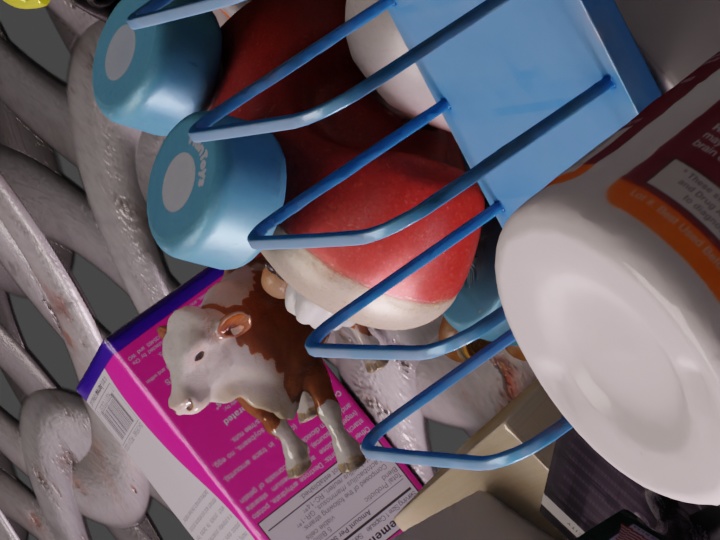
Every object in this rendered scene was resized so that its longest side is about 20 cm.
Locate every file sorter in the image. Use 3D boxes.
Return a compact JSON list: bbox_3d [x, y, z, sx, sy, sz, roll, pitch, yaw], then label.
[{"bbox_3d":[0.025,-0.041,1.062,0.201,0.122,0.139,61,157,-13],"label":"file sorter"}]

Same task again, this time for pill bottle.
[{"bbox_3d":[0.150,-0.025,0.947,0.114,0.200,0.114,41,154,26],"label":"pill bottle"}]

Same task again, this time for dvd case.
[{"bbox_3d":[0.142,0.103,1.232,0.149,0.016,0.200,42,156,19],"label":"dvd case"}]

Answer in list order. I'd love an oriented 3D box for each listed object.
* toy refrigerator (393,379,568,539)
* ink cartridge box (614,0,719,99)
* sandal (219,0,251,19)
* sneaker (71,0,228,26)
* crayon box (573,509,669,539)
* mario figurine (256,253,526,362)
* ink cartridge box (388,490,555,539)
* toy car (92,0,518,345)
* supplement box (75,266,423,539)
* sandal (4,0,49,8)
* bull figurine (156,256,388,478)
[{"bbox_3d":[0.088,0.103,1.439,0.076,0.070,0.200,45,158,3],"label":"toy refrigerator"},{"bbox_3d":[0.159,-0.020,1.092,0.200,0.084,0.146,49,156,14],"label":"ink cartridge box"},{"bbox_3d":[-0.032,-0.131,1.361,0.206,0.059,0.079,40,-179,-23],"label":"sandal"},{"bbox_3d":[-0.125,-0.178,1.439,0.200,0.080,0.074,49,159,16],"label":"sneaker"},{"bbox_3d":[0.123,0.219,1.239,0.127,0.051,0.201,30,124,28],"label":"crayon box"},{"bbox_3d":[0.000,0.000,1.404,0.199,0.106,0.124,28,160,36],"label":"mario figurine"},{"bbox_3d":[0.088,0.220,1.363,0.200,0.087,0.146,35,126,29],"label":"ink cartridge box"},{"bbox_3d":[0.022,-0.096,1.219,0.200,0.184,0.177,-57,37,25],"label":"toy car"},{"bbox_3d":[-0.058,0.106,1.687,0.200,0.103,0.101,53,157,6],"label":"supplement box"},{"bbox_3d":[-0.103,-0.171,1.231,0.199,0.080,0.087,-15,133,35],"label":"sandal"},{"bbox_3d":[-0.043,0.037,1.497,0.065,0.200,0.122,-21,110,21],"label":"bull figurine"}]
